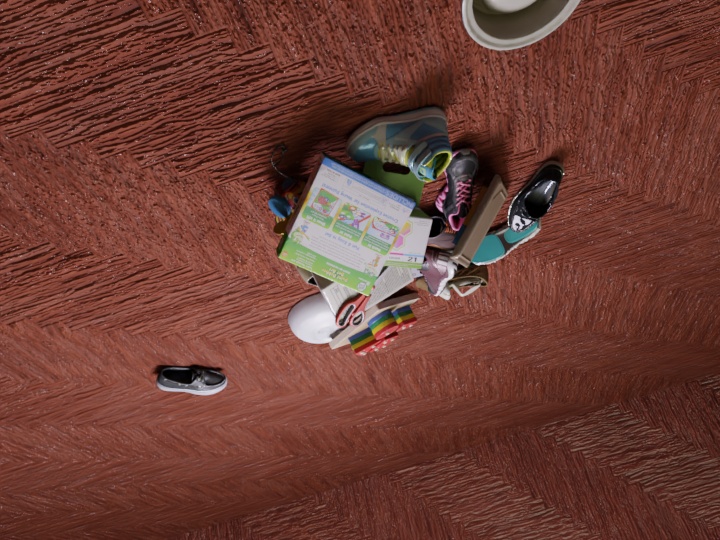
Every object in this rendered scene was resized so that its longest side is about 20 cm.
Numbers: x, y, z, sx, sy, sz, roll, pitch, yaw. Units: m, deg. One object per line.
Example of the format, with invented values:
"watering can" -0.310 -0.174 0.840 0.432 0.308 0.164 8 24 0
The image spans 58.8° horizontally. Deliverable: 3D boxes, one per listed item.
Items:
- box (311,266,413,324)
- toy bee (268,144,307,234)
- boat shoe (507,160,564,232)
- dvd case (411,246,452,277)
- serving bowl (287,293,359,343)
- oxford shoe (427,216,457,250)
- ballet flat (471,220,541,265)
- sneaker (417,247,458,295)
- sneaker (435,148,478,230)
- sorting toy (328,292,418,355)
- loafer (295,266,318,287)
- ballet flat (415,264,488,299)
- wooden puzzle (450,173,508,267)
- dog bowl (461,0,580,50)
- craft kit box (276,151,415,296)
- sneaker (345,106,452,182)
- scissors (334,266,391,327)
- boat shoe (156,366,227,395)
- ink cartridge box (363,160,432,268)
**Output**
"box" 0.000 0.000 1.388 0.196 0.110 0.130 -30 134 -5
"toy bee" -0.120 -0.121 1.199 0.133 0.107 0.201 -58 166 -11
"boat shoe" 0.385 -0.145 1.413 0.073 0.067 0.201 25 135 -8
"dvd case" 0.133 -0.031 1.546 0.193 0.025 0.152 -15 148 -2
"serving bowl" -0.090 0.137 1.670 0.193 0.067 0.202 -10 147 -7
"oxford shoe" 0.189 -0.086 1.422 0.193 0.074 0.072 -4 172 -17
"ballet flat" 0.349 -0.070 1.543 0.196 0.074 0.072 -27 147 18
"sneaker" 0.160 -0.009 1.523 0.112 0.078 0.201 18 157 -1
"sneaker" 0.208 -0.160 1.312 0.076 0.098 0.202 -8 147 -6
"sorting toy" 0.048 0.154 1.682 0.199 0.071 0.196 -41 162 33
"loafer" -0.070 0.017 1.489 0.196 0.070 0.075 14 138 -39
"ballet flat" 0.242 0.035 1.648 0.193 0.074 0.069 -10 149 -8
"wooden puzzle" 0.248 -0.102 1.345 0.189 0.037 0.199 -61 164 5
"dog bowl" 0.230 -0.428 0.928 0.193 0.076 0.202 -11 149 -6
"craft kit box" -0.027 -0.080 1.163 0.196 0.049 0.202 23 103 -22
"sneaker" 0.074 -0.209 1.143 0.194 0.134 0.080 -17 151 4
"scissors" 0.013 0.043 1.342 0.072 0.014 0.203 15 117 -35
"boat shoe" -0.461 0.300 1.762 0.194 0.070 0.057 4 144 -25
"ink cartridge box" 0.065 -0.118 1.241 0.143 0.076 0.206 4 112 -21
